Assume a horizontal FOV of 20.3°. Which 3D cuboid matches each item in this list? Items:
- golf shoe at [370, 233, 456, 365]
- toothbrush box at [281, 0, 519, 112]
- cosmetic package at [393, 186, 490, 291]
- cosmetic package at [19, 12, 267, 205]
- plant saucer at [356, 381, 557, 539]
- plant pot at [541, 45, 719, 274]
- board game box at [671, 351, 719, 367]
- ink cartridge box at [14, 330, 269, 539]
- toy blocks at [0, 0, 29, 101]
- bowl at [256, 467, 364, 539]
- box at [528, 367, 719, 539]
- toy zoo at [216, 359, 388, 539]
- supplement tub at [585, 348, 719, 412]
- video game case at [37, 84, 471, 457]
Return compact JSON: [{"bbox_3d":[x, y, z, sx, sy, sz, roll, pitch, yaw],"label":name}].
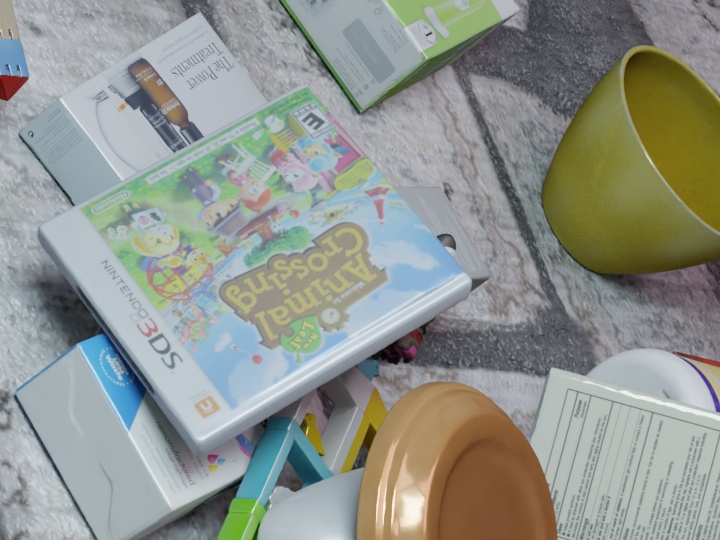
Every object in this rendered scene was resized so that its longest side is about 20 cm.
[{"bbox_3d":[-0.033,-0.017,1.282,0.199,0.073,0.092,24,73,17],"label":"golf shoe"},{"bbox_3d":[0.029,-0.236,1.696,0.146,0.086,0.200,54,34,0],"label":"toothbrush box"},{"bbox_3d":[0.000,0.000,1.405,0.091,0.107,0.200,60,24,8],"label":"cosmetic package"},{"bbox_3d":[-0.127,-0.081,1.401,0.151,0.052,0.200,54,34,-6],"label":"cosmetic package"},{"bbox_3d":[0.067,0.167,1.217,0.200,0.037,0.202,17,69,-53],"label":"plant saucer"},{"bbox_3d":[0.244,-0.076,1.771,0.200,0.142,0.201,32,40,-31],"label":"plant pot"},{"bbox_3d":[0.333,0.170,1.779,0.103,0.019,0.201,13,52,-44],"label":"board game box"},{"bbox_3d":[-0.108,0.086,1.262,0.117,0.067,0.200,59,33,6],"label":"ink cartridge box"},{"bbox_3d":[-0.290,-0.170,1.253,0.199,0.100,0.138,0,72,-52],"label":"toy blocks"},{"bbox_3d":[0.028,0.224,1.244,0.199,0.074,0.201,-10,92,-56],"label":"bowl"},{"bbox_3d":[0.218,0.159,1.441,0.109,0.199,0.129,32,74,-77],"label":"box"},{"bbox_3d":[-0.024,0.138,1.270,0.131,0.020,0.201,57,44,-39],"label":"toy zoo"},{"bbox_3d":[0.272,0.148,1.608,0.199,0.145,0.146,16,49,-43],"label":"supplement tub"},{"bbox_3d":[-0.064,-0.006,1.211,0.199,0.022,0.182,-30,63,-21],"label":"video game case"}]
